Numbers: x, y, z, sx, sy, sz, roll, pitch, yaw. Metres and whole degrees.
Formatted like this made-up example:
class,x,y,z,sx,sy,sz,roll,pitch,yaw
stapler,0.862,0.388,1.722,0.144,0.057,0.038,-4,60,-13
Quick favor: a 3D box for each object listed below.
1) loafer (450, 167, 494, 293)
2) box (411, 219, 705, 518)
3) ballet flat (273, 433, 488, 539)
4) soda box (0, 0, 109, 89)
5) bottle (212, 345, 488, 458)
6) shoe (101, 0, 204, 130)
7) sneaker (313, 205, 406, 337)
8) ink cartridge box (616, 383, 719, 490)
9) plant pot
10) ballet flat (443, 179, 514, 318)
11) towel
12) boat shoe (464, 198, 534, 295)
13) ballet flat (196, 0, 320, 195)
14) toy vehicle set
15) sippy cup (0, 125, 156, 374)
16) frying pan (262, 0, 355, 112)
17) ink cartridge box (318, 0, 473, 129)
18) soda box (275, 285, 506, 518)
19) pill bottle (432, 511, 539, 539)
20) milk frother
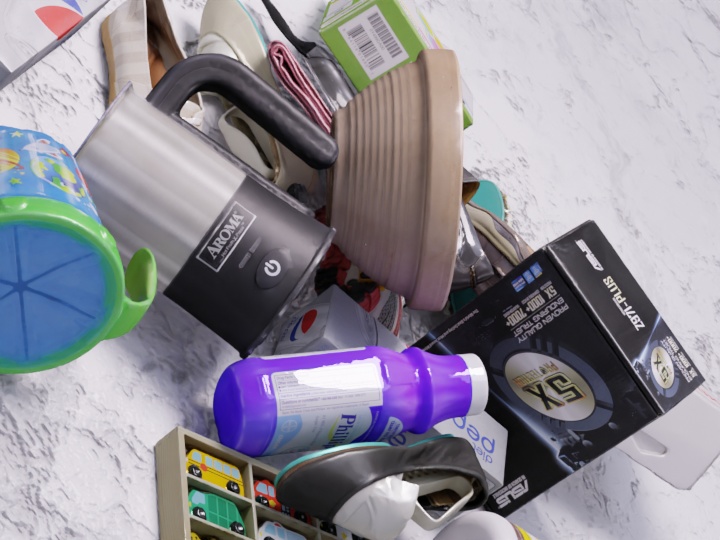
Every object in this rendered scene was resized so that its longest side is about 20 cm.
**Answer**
class,x,y,z,sx,sy,sz,roll,pitch,yaw
loafer,0.066,-0.068,1.787,0.073,0.072,0.201,86,-3,-68
box,0.149,0.084,1.713,0.164,0.200,0.086,56,37,5
ballet flat,0.026,0.159,1.524,0.200,0.068,0.068,-6,51,-46
soda box,-0.258,-0.186,1.573,0.063,0.068,0.200,48,30,-7
bottle,-0.005,0.093,1.537,0.199,0.084,0.065,-4,64,-22
shoe,-0.163,-0.142,1.671,0.070,0.053,0.200,18,44,-44
sneaker,0.000,0.000,1.746,0.200,0.078,0.082,-84,156,-56
ink cartridge box,0.228,0.091,1.866,0.146,0.085,0.200,34,12,-30
plant pot,0.022,-0.071,1.604,0.092,0.201,0.201,3,44,-4
ballet flat,0.107,0.004,1.894,0.200,0.075,0.064,-82,158,-46
towel,-0.034,-0.130,1.778,0.144,0.023,0.200,57,2,-4
boat shoe,0.076,-0.034,1.839,0.074,0.073,0.200,43,-1,-39
ballet flat,-0.100,-0.147,1.763,0.069,0.069,0.200,-7,65,-56
toy vehicle set,-0.059,0.199,1.483,0.200,0.026,0.125,28,38,-36
sippy cup,-0.230,-0.023,1.393,0.130,0.139,0.178,-107,170,-49
frying pan,-0.028,-0.168,1.878,0.115,0.031,0.190,55,5,-46
ink cartridge box,0.037,-0.203,1.924,0.148,0.076,0.200,56,15,-15
soda box,0.025,0.105,1.645,0.200,0.063,0.068,41,32,-20
pill bottle,0.140,0.272,1.598,0.200,0.109,0.109,34,35,-29
milk frother,-0.124,-0.045,1.567,0.188,0.200,0.181,36,63,-5
